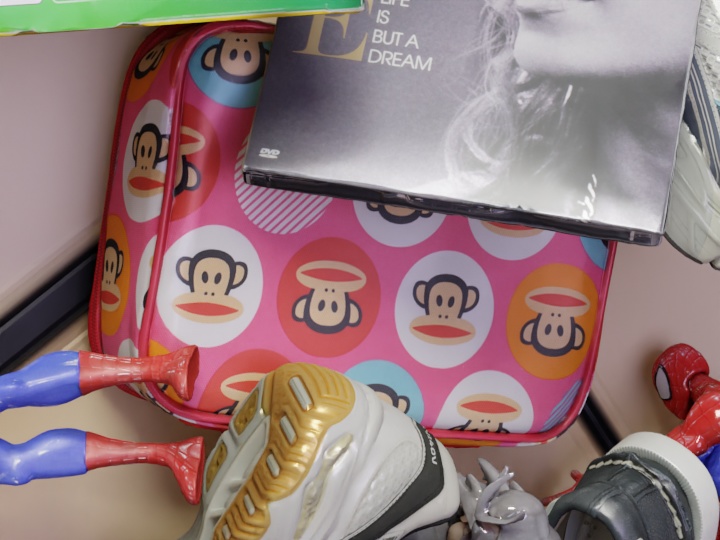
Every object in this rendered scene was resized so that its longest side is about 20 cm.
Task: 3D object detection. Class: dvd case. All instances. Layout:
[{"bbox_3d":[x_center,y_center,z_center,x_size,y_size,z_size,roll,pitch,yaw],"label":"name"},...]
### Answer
[{"bbox_3d":[0.050,-0.111,0.910,0.148,0.016,0.201,9,66,8],"label":"dvd case"}]

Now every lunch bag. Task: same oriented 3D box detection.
[{"bbox_3d":[0.000,0.000,0.969,0.199,0.082,0.178,8,91,-25],"label":"lunch bag"}]

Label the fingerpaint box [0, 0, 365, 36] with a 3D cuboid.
[{"bbox_3d":[-0.122,-0.117,0.860,0.199,0.167,0.074,-6,98,-23],"label":"fingerpaint box"}]

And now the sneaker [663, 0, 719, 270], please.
[{"bbox_3d":[0.117,-0.104,0.953,0.201,0.086,0.077,56,32,7],"label":"sneaker"}]

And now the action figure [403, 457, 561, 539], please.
[{"bbox_3d":[0.032,0.158,0.950,0.069,0.130,0.201,11,120,-7],"label":"action figure"}]

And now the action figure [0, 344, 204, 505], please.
[{"bbox_3d":[-0.158,0.067,0.872,0.198,0.099,0.066,-1,113,4],"label":"action figure"}]

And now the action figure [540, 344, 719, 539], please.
[{"bbox_3d":[0.150,0.127,1.023,0.099,0.201,0.065,-35,151,21],"label":"action figure"}]

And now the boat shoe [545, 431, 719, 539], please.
[{"bbox_3d":[0.084,0.156,0.990,0.060,0.075,0.201,-26,132,-45],"label":"boat shoe"}]

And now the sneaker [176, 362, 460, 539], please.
[{"bbox_3d":[-0.038,0.129,0.931,0.087,0.076,0.200,26,116,-29],"label":"sneaker"}]
